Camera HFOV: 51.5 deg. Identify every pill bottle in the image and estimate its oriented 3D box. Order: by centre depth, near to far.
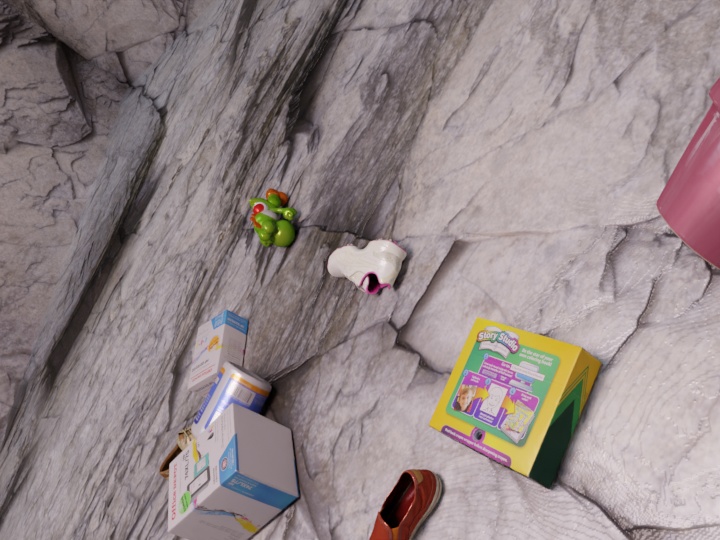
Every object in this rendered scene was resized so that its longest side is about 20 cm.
[{"bbox_3d":[-0.267,0.295,1.483,0.111,0.111,0.204,19,80,56],"label":"pill bottle"}]

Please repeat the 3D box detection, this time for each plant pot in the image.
[{"bbox_3d":[0.435,-0.103,0.824,0.180,0.196,0.203,-54,31,32],"label":"plant pot"}]

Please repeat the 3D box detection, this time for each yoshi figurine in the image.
[{"bbox_3d":[-0.199,-0.111,1.754,0.109,0.115,0.201,-9,27,-1],"label":"yoshi figurine"}]

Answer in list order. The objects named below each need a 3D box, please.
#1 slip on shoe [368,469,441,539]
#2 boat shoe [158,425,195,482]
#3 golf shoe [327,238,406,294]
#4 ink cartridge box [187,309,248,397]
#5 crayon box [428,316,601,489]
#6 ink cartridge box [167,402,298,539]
[{"bbox_3d":[0.042,0.370,1.067,0.203,0.061,0.074,-59,35,2],"label":"slip on shoe"},{"bbox_3d":[-0.351,0.367,1.569,0.202,0.073,0.076,-55,34,6],"label":"boat shoe"},{"bbox_3d":[0.000,0.000,1.402,0.197,0.074,0.094,-12,57,49],"label":"golf shoe"},{"bbox_3d":[-0.318,0.205,1.659,0.114,0.067,0.204,-31,43,35],"label":"ink cartridge box"},{"bbox_3d":[0.204,0.170,1.013,0.198,0.058,0.176,15,75,55],"label":"crayon box"},{"bbox_3d":[-0.231,0.376,1.341,0.200,0.145,0.149,-43,36,22],"label":"ink cartridge box"}]
